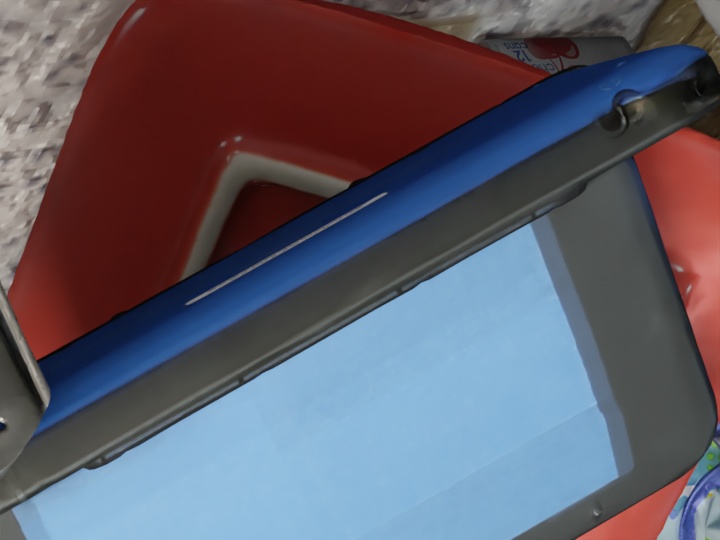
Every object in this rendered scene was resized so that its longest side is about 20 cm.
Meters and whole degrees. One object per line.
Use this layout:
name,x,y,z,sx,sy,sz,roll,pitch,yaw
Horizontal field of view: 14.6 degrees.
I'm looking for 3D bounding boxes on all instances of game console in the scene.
game console,0.002,0.045,0.661,0.200,0.119,0.171,-30,-174,-8

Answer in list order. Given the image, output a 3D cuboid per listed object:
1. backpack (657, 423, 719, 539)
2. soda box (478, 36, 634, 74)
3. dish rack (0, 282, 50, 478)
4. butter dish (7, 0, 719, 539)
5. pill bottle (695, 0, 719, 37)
backpack,0.183,0.073,0.999,0.200,0.147,0.183,-27,134,-5
soda box,0.028,0.009,0.951,0.070,0.064,0.200,-7,146,-41
dish rack,-0.156,-0.021,0.542,0.153,0.200,0.055,-25,173,-10
butter dish,0.000,0.000,0.816,0.199,0.148,0.200,17,120,-12
pill bottle,0.184,-0.086,0.884,0.113,0.113,0.200,-40,154,20
